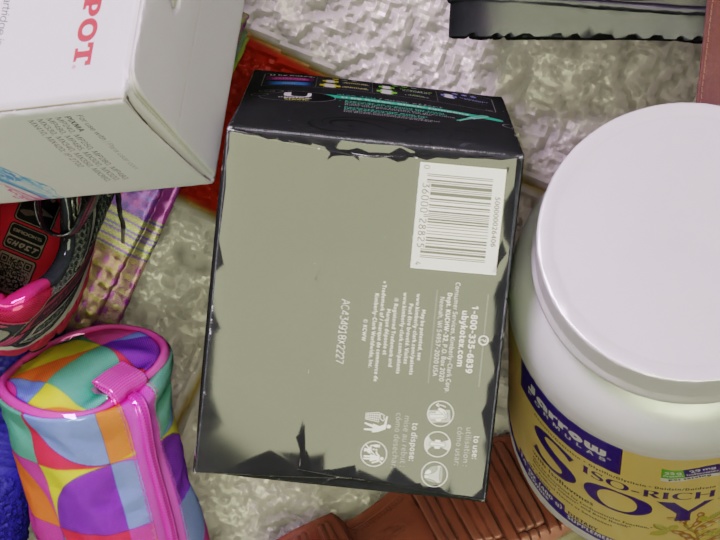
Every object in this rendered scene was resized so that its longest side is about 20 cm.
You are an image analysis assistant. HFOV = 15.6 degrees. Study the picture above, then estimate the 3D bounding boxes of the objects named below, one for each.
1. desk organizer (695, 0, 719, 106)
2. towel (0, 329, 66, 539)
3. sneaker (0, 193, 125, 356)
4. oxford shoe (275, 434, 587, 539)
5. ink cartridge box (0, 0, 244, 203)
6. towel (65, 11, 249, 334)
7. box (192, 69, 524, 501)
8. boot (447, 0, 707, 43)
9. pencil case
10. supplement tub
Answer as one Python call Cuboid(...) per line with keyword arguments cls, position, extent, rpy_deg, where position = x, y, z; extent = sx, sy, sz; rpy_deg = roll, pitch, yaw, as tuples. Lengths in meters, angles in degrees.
Cuboid(cls="desk organizer", position=(0.191, -0.155, 1.072), extent=(0.077, 0.072, 0.201), rpy_deg=(13, 116, 20))
Cuboid(cls="towel", position=(-0.222, 0.082, 1.225), extent=(0.147, 0.050, 0.201), rpy_deg=(12, 108, 2))
Cuboid(cls="sneaker", position=(-0.128, -0.061, 1.159), extent=(0.080, 0.075, 0.201), rpy_deg=(14, 80, -6))
Cuboid(cls="oxford shoe", position=(0.042, 0.137, 1.246), extent=(0.199, 0.071, 0.074), rpy_deg=(-20, 130, 1))
Cuboid(cls="ink cartridge box", position=(-0.152, -0.107, 1.103), extent=(0.199, 0.083, 0.146), rpy_deg=(-4, 63, 25))
Cuboid(cls="towel", position=(-0.152, -0.058, 1.225), extent=(0.143, 0.023, 0.200), rpy_deg=(25, 99, -3))
Cuboid(cls="box", position=(0.000, 0.000, 1.141), extent=(0.124, 0.200, 0.149), rpy_deg=(6, 100, -1))
Cuboid(cls="boot", position=(0.125, -0.183, 1.175), extent=(0.198, 0.073, 0.163), rpy_deg=(1, 95, -1))
Cuboid(cls="pencil case", position=(-0.104, 0.125, 1.206), extent=(0.088, 0.088, 0.201), rpy_deg=(-13, 116, 4))
Cuboid(cls="supplement tub", position=(0.135, 0.029, 1.126), extent=(0.145, 0.200, 0.146), rpy_deg=(-1, 66, 3))
